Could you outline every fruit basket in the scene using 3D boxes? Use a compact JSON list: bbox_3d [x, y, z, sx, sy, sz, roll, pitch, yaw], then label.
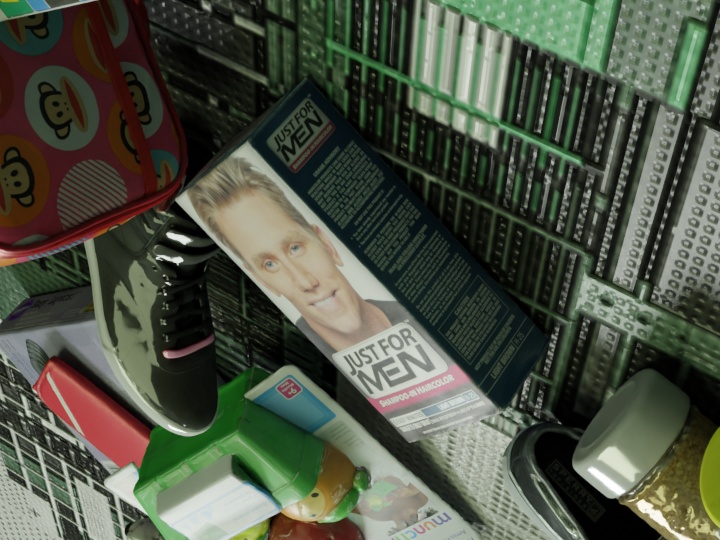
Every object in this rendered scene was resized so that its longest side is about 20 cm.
[{"bbox_3d":[-0.047,0.168,0.975,0.185,0.094,0.200,-31,113,30],"label":"fruit basket"}]

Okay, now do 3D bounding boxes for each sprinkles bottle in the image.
[{"bbox_3d":[0.206,0.138,0.746,0.200,0.068,0.068,39,148,0],"label":"sprinkles bottle"}]

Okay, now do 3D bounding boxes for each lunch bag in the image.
[{"bbox_3d":[-0.174,-0.110,0.731,0.082,0.176,0.202,-14,99,43],"label":"lunch bag"}]

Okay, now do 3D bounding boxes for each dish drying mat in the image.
[{"bbox_3d":[-0.163,0.141,1.078,0.200,0.018,0.077,41,147,-4],"label":"dish drying mat"}]

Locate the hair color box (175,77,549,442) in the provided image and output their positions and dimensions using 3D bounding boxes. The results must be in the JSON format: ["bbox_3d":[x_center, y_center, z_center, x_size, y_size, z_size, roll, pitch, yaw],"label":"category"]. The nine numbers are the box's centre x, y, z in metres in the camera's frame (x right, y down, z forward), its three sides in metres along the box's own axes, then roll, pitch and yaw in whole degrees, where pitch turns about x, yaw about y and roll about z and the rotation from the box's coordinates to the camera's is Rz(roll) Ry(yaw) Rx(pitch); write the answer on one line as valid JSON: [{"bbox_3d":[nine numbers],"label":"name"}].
[{"bbox_3d":[0.000,0.000,0.794,0.200,0.061,0.100,47,147,-10],"label":"hair color box"}]

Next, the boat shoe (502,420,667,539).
[{"bbox_3d":[0.166,0.158,0.802,0.200,0.072,0.068,45,167,5],"label":"boat shoe"}]

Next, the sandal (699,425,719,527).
[{"bbox_3d":[0.259,0.091,0.646,0.199,0.080,0.087,-8,155,44],"label":"sandal"}]

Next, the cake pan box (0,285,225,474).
[{"bbox_3d":[-0.170,0.101,1.098,0.184,0.052,0.200,-10,123,52],"label":"cake pan box"}]

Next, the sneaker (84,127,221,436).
[{"bbox_3d":[-0.110,0.005,0.858,0.099,0.070,0.202,-7,101,48],"label":"sneaker"}]

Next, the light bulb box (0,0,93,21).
[{"bbox_3d":[-0.123,-0.225,0.586,0.199,0.125,0.199,-1,130,44],"label":"light bulb box"}]

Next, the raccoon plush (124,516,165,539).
[{"bbox_3d":[-0.105,0.260,1.189,0.200,0.097,0.134,39,163,-5],"label":"raccoon plush"}]
